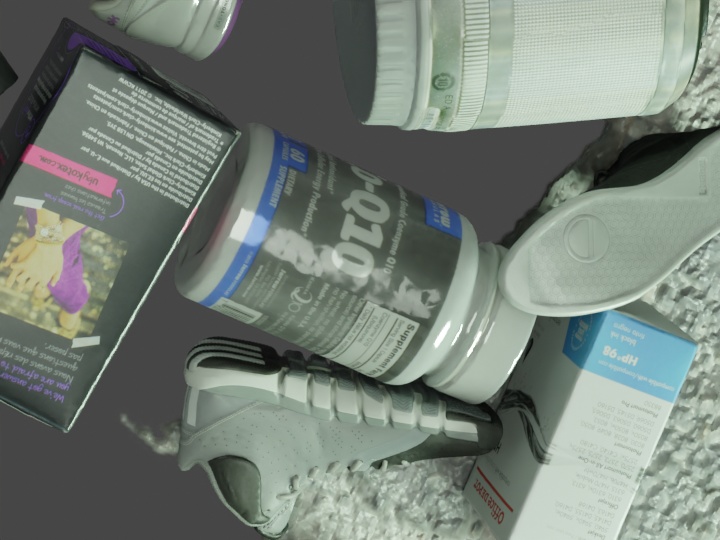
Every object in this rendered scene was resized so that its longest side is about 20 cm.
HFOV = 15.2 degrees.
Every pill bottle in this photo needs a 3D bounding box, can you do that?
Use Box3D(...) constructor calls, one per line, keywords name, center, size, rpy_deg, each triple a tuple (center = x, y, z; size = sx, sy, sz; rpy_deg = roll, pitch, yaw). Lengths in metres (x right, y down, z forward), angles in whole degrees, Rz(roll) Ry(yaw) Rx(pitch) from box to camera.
Box3D(name="pill bottle", center=(0.000, 0.000, 1.616), size=(0.200, 0.114, 0.114), rpy_deg=(23, 97, -16))

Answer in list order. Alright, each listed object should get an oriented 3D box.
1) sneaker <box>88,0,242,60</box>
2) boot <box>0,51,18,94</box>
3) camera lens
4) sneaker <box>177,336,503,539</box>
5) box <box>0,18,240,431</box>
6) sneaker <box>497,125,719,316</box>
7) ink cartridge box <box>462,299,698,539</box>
Box3D(name="sneaker", center=(-0.101, -0.225, 1.565), size=(0.099, 0.075, 0.201), rpy_deg=(13, 99, -15))
Box3D(name="boot", center=(-0.250, -0.186, 1.536), size=(0.164, 0.066, 0.200), rpy_deg=(-20, 103, 20))
Box3D(name="camera lens", center=(0.093, -0.164, 1.573), size=(0.199, 0.160, 0.161), rpy_deg=(-6, 103, -10))
Box3D(name="sneaker", center=(-0.019, 0.115, 1.667), size=(0.199, 0.075, 0.116), rpy_deg=(12, 105, -3))
Box3D(name="box", center=(-0.170, -0.028, 1.563), size=(0.106, 0.122, 0.200), rpy_deg=(29, 96, -17))
Box3D(name="sneaker", center=(0.155, -0.027, 1.640), size=(0.200, 0.099, 0.071), rpy_deg=(-30, 98, -21))
Box3D(name="ink cartridge box", center=(0.125, 0.112, 1.665), size=(0.067, 0.116, 0.201), rpy_deg=(21, 97, -15))
